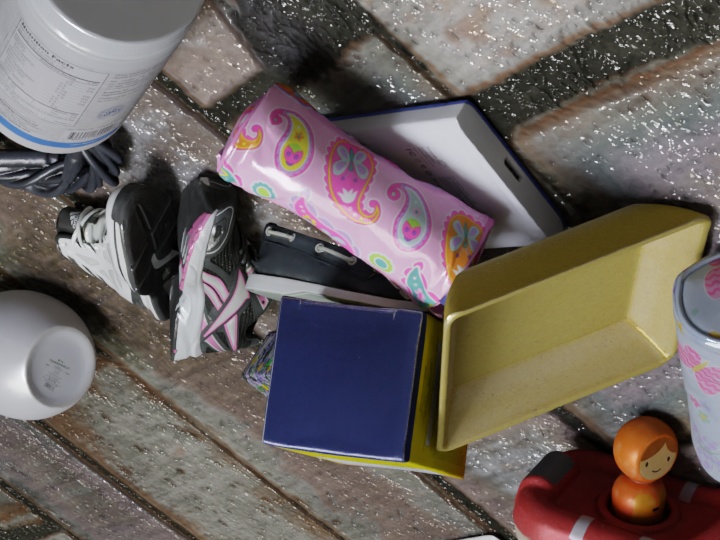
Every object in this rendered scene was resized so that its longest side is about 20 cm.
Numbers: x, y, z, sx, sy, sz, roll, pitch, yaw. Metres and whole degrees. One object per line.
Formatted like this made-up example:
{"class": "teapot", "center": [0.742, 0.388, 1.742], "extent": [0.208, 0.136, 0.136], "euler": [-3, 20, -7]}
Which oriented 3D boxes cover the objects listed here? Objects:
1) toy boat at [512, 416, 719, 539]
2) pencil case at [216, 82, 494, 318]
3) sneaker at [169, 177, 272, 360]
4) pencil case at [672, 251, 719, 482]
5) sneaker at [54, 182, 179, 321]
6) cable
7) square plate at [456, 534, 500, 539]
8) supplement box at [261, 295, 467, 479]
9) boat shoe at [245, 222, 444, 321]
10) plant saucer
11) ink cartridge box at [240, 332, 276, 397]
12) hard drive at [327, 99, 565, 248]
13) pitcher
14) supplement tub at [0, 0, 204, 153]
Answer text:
{"class": "toy boat", "center": [0.225, 0.177, 1.716], "extent": [0.199, 0.130, 0.131], "euler": [17, 120, 24]}
{"class": "pencil case", "center": [-0.004, -0.050, 1.519], "extent": [0.200, 0.088, 0.087], "euler": [33, 152, -5]}
{"class": "sneaker", "center": [-0.110, -0.003, 1.785], "extent": [0.086, 0.081, 0.200], "euler": [0, 145, -10]}
{"class": "pencil case", "center": [0.270, 0.074, 1.512], "extent": [0.091, 0.083, 0.200], "euler": [28, 154, 33]}
{"class": "sneaker", "center": [-0.216, -0.027, 1.814], "extent": [0.115, 0.076, 0.201], "euler": [23, 159, 13]}
{"class": "cable", "center": [-0.284, -0.121, 1.779], "extent": [0.199, 0.051, 0.163], "euler": [-4, 142, 41]}
{"class": "square plate", "center": [0.141, 0.335, 2.125], "extent": [0.200, 0.029, 0.198], "euler": [40, 151, -18]}
{"class": "supplement box", "center": [0.012, 0.090, 1.603], "extent": [0.108, 0.110, 0.200], "euler": [6, 173, 16]}
{"class": "boat shoe", "center": [0.000, 0.000, 1.619], "extent": [0.199, 0.061, 0.076], "euler": [9, 173, 29]}
{"class": "plant saucer", "center": [0.137, 0.031, 1.514], "extent": [0.200, 0.199, 0.049], "euler": [90, 156, -58]}
{"class": "ink cartridge box", "center": [-0.022, 0.101, 1.830], "extent": [0.109, 0.050, 0.200], "euler": [37, 166, -13]}
{"class": "hard drive", "center": [0.037, -0.064, 1.574], "extent": [0.199, 0.025, 0.132], "euler": [-3, 137, 46]}
{"class": "pitcher", "center": [-0.325, 0.083, 2.091], "extent": [0.171, 0.122, 0.200], "euler": [26, 171, -40]}
{"class": "supplement tub", "center": [-0.194, -0.175, 1.505], "extent": [0.132, 0.132, 0.200], "euler": [34, 151, -8]}
